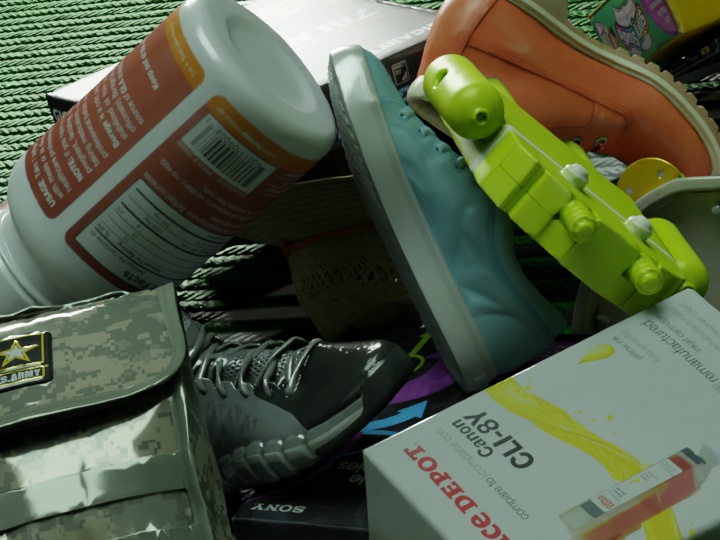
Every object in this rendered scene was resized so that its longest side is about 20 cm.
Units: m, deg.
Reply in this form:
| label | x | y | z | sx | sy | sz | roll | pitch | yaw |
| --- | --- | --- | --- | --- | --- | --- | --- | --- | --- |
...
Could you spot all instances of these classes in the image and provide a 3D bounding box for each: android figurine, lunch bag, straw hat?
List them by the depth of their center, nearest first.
| label | x | y | z | sx | sy | sz | roll | pitch | yaw |
| --- | --- | --- | --- | --- | --- | --- | --- | --- | --- |
| lunch bag | -0.152 | 0.107 | 1.346 | 0.164 | 0.118 | 0.200 | -14 | 69 | 0 |
| android figurine | 0.107 | -0.040 | 1.418 | 0.041 | 0.182 | 0.200 | -49 | 20 | 9 |
| straw hat | 0.000 | 0.000 | 1.604 | 0.200 | 0.085 | 0.201 | -6 | -7 | -1 |

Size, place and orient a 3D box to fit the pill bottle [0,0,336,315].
| label | x | y | z | sx | sy | sz | roll | pitch | yaw |
| --- | --- | --- | --- | --- | --- | --- | --- | --- | --- |
| pill bottle | -0.119 | -0.048 | 1.482 | 0.200 | 0.112 | 0.112 | -40 | 20 | 19 |

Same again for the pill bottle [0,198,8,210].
| label | x | y | z | sx | sy | sz | roll | pitch | yaw |
| --- | --- | --- | --- | --- | --- | --- | --- | --- | --- |
| pill bottle | -0.194 | 0.007 | 1.674 | 0.109 | 0.110 | 0.200 | 3 | 31 | 31 |

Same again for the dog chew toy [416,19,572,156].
| label | x | y | z | sx | sy | sz | roll | pitch | yaw |
| --- | --- | --- | --- | --- | --- | --- | --- | --- | --- |
| dog chew toy | 0.087 | -0.122 | 1.784 | 0.124 | 0.125 | 0.200 | -2 | 21 | 24 |

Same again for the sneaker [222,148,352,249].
| label | x | y | z | sx | sy | sz | roll | pitch | yaw |
| --- | --- | --- | --- | --- | --- | --- | --- | --- | --- |
| sneaker | -0.054 | -0.047 | 1.722 | 0.106 | 0.075 | 0.200 | -24 | 2 | -15 |

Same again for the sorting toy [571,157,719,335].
| label | x | y | z | sx | sy | sz | roll | pitch | yaw |
| --- | --- | --- | --- | --- | --- | --- | --- | --- | --- |
| sorting toy | 0.240 | -0.026 | 1.565 | 0.200 | 0.107 | 0.180 | -2 | 10 | 24 |

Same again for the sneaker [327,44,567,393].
| label | x | y | z | sx | sy | sz | roll | pitch | yaw |
| --- | --- | --- | --- | --- | --- | --- | --- | --- | --- |
| sneaker | 0.049 | -0.039 | 1.479 | 0.082 | 0.200 | 0.074 | -25 | 1 | -8 |

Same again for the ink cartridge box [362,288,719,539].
| label | x | y | z | sx | sy | sz | roll | pitch | yaw |
| --- | --- | --- | --- | --- | --- | --- | --- | --- | --- |
| ink cartridge box | 0.121 | 0.112 | 1.304 | 0.200 | 0.084 | 0.145 | -25 | 43 | -20 |

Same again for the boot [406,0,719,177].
| label | x | y | z | sx | sy | sz | roll | pitch | yaw |
| --- | --- | --- | --- | --- | --- | --- | --- | --- | --- |
| boot | 0.119 | -0.087 | 1.596 | 0.107 | 0.200 | 0.075 | -63 | 13 | -22 |

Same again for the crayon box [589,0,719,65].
| label | x | y | z | sx | sy | sz | roll | pitch | yaw |
| --- | --- | --- | --- | --- | --- | --- | --- | --- | --- |
| crayon box | 0.253 | -0.192 | 1.773 | 0.172 | 0.058 | 0.200 | -22 | -3 | -7 |

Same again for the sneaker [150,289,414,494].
| label | x | y | z | sx | sy | sz | roll | pitch | yaw |
| --- | --- | --- | --- | --- | --- | --- | --- | --- | --- |
| sneaker | -0.070 | 0.053 | 1.439 | 0.200 | 0.116 | 0.075 | -27 | 13 | 42 |

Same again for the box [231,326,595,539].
| label | x | y | z | sx | sy | sz | roll | pitch | yaw |
| --- | --- | --- | --- | --- | --- | --- | --- | --- | --- |
| box | 0.039 | 0.096 | 1.465 | 0.143 | 0.036 | 0.200 | 1 | 32 | 29 |

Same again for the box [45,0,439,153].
| label | x | y | z | sx | sy | sz | roll | pitch | yaw |
| --- | --- | --- | --- | --- | --- | --- | --- | --- | --- |
| box | -0.059 | -0.112 | 1.658 | 0.200 | 0.050 | 0.198 | -26 | 23 | -27 |

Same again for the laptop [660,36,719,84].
| label | x | y | z | sx | sy | sz | roll | pitch | yaw |
| --- | --- | --- | --- | --- | --- | --- | --- | --- | --- |
| laptop | 0.296 | -0.110 | 1.733 | 0.187 | 0.116 | 0.200 | -20 | -5 | -34 |
